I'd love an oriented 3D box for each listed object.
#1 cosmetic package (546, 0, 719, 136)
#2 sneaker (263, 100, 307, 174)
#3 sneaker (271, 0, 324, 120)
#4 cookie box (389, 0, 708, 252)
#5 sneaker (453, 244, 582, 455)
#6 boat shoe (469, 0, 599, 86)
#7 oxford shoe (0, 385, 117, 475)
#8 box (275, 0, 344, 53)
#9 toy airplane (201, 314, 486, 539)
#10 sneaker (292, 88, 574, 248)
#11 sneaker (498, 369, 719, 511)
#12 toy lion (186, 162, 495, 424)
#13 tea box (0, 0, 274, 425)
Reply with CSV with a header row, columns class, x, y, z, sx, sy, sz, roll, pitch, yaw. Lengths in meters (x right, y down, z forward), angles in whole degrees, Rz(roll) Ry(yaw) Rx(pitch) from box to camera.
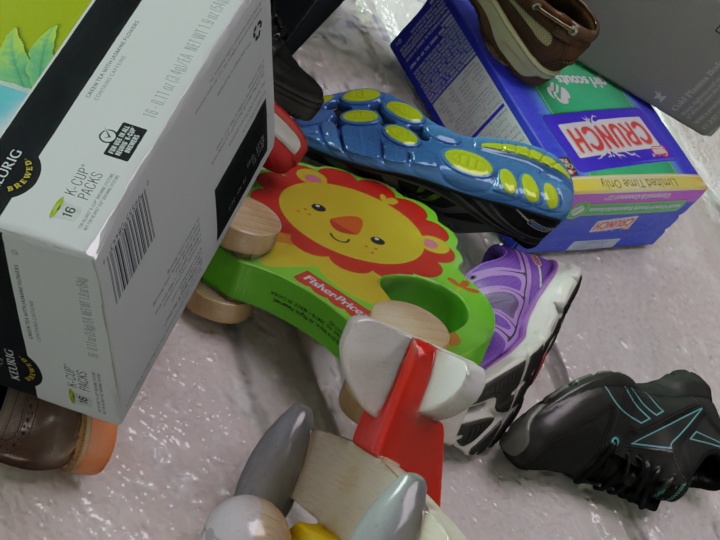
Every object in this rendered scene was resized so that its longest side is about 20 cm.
class,x,y,z,sx,sy,sz,roll,pitch,yaw
cosmetic package,0.216,-0.201,1.310,0.199,0.107,0.091,23,38,-24
sneaker,-0.136,-0.082,1.037,0.199,0.078,0.116,30,84,-20
sneaker,-0.081,-0.190,1.070,0.199,0.104,0.060,37,9,-9
cookie box,0.142,-0.115,1.305,0.170,0.075,0.201,-4,56,-44
sneaker,0.078,0.046,1.114,0.083,0.081,0.200,25,30,8
boat shoe,0.095,-0.229,1.214,0.203,0.075,0.075,48,37,-16
oxford shoe,-0.179,0.013,0.915,0.072,0.071,0.201,5,50,-31
box,-0.092,-0.251,1.205,0.196,0.124,0.200,40,38,-4
toy airplane,-0.009,0.120,0.853,0.140,0.201,0.200,1,52,-19
sneaker,0.044,-0.062,1.175,0.198,0.083,0.071,19,47,-2
sneaker,0.174,0.111,1.112,0.199,0.075,0.080,-3,57,-41
toy lion,0.000,0.000,1.055,0.199,0.069,0.191,33,30,23
tea box,-0.168,-0.064,0.860,0.195,0.134,0.201,16,53,12
